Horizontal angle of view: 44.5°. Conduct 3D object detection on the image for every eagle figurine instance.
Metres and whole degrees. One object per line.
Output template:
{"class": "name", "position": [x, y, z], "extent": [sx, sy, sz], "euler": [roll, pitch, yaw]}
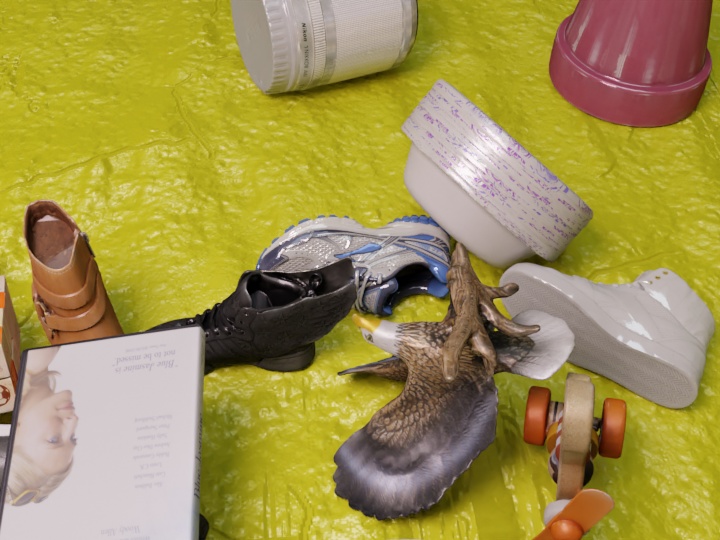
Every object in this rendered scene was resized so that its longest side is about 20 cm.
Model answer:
{"class": "eagle figurine", "position": [0.053, 0.080, 0.689], "extent": [0.150, 0.202, 0.151], "euler": [-23, 58, -37]}

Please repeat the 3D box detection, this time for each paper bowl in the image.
{"class": "paper bowl", "position": [0.120, -0.083, 0.858], "extent": [0.200, 0.105, 0.201], "euler": [38, 13, -11]}

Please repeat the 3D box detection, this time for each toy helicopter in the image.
{"class": "toy helicopter", "position": [0.151, 0.135, 0.637], "extent": [0.077, 0.201, 0.135], "euler": [7, 68, 15]}

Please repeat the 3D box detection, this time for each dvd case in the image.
{"class": "dvd case", "position": [-0.178, 0.137, 0.603], "extent": [0.139, 0.018, 0.203], "euler": [-8, 58, 5]}

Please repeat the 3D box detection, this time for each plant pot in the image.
{"class": "plant pot", "position": [0.344, -0.308, 1.076], "extent": [0.195, 0.181, 0.203], "euler": [2, 45, -2]}

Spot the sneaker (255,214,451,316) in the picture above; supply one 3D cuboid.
{"class": "sneaker", "position": [0.000, 0.000, 0.832], "extent": [0.196, 0.078, 0.086], "euler": [-8, 51, -11]}

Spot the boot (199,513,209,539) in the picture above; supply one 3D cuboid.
{"class": "boot", "position": [-0.122, 0.241, 0.588], "extent": [0.207, 0.080, 0.159], "euler": [13, 47, 8]}

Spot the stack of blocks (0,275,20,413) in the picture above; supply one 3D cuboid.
{"class": "stack of blocks", "position": [-0.345, 0.047, 0.726], "extent": [0.113, 0.060, 0.200], "euler": [-12, 30, -15]}

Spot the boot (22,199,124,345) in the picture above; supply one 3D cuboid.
{"class": "boot", "position": [-0.218, 0.052, 0.706], "extent": [0.073, 0.157, 0.200], "euler": [-27, 54, -28]}

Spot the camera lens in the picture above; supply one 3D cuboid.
{"class": "camera lens", "position": [-0.040, -0.309, 1.057], "extent": [0.197, 0.162, 0.161], "euler": [-17, 50, -20]}

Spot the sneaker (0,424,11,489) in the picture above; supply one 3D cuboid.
{"class": "sneaker", "position": [-0.269, 0.168, 0.657], "extent": [0.195, 0.072, 0.100], "euler": [5, 48, 8]}

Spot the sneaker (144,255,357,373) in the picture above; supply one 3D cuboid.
{"class": "sneaker", "position": [-0.103, 0.039, 0.763], "extent": [0.195, 0.105, 0.061], "euler": [-1, 46, -6]}

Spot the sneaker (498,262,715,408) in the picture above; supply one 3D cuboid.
{"class": "sneaker", "position": [0.233, 0.034, 0.826], "extent": [0.198, 0.074, 0.116], "euler": [32, 49, 11]}
